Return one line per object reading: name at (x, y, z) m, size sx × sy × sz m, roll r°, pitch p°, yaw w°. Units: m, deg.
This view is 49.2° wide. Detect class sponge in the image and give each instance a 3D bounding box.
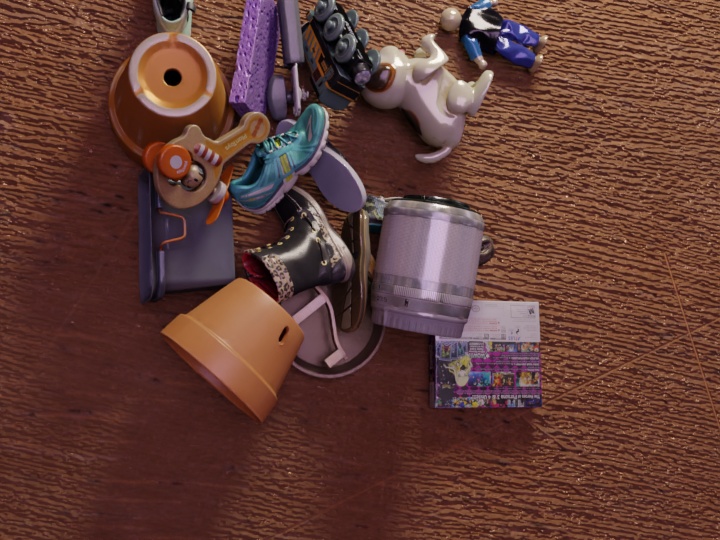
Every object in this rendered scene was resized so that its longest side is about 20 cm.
sponge at (-0.167, -0.344, 1.271) m, size 0.029 × 0.112 × 0.203 m, roll 6°, pitch 81°, yaw 11°

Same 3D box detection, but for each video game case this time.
video game case at (0.213, 0.143, 1.345) m, size 0.197 × 0.036 × 0.184 m, roll 1°, pitch 82°, yaw -14°

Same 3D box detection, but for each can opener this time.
can opener at (-0.120, -0.349, 1.280) m, size 0.065 × 0.053 × 0.203 m, roll -2°, pitch 93°, yaw -14°

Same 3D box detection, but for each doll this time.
doll at (0.235, -0.421, 1.414) m, size 0.198 × 0.048 × 0.138 m, roll 19°, pitch 78°, yaw -11°

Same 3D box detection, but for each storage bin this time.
storage bin at (-0.264, -0.055, 1.206) m, size 0.133 × 0.145 × 0.203 m, roll -1°, pitch 83°, yaw -24°

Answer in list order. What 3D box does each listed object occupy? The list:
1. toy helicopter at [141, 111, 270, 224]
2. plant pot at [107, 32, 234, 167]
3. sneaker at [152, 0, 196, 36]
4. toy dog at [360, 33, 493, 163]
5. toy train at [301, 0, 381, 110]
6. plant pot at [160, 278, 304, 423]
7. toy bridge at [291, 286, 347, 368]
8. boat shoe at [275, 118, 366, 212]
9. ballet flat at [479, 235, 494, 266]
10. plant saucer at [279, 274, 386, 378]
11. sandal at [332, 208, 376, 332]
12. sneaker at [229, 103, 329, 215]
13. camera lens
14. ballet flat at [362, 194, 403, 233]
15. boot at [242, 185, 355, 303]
toy helicopter at (-0.208, -0.159, 1.145) m, size 0.199 × 0.079 × 0.133 m, roll -39°, pitch 120°, yaw -22°
plant pot at (-0.286, -0.266, 1.194) m, size 0.197 × 0.183 × 0.203 m, roll 2°, pitch 83°, yaw -13°
sneaker at (-0.296, -0.466, 1.251) m, size 0.073 × 0.118 × 0.204 m, roll -3°, pitch 83°, yaw -13°
toy dog at (0.092, -0.300, 1.333) m, size 0.198 × 0.140 × 0.196 m, roll 25°, pitch 97°, yaw -9°
toy train at (-0.044, -0.357, 1.279) m, size 0.085 × 0.114 × 0.202 m, roll 16°, pitch 40°, yaw -45°
plant pot at (-0.178, 0.107, 1.169) m, size 0.200 × 0.200 × 0.140 m, roll 42°, pitch 74°, yaw -6°
toy bridge at (-0.082, 0.062, 1.257) m, size 0.067 × 0.027 × 0.201 m, roll -37°, pitch 92°, yaw -16°
boat shoe at (-0.055, -0.176, 1.287) m, size 0.200 × 0.070 × 0.066 m, roll 42°, pitch 33°, yaw 16°
ballet flat at (0.136, 0.006, 1.305) m, size 0.199 × 0.046 × 0.068 m, roll -36°, pitch 62°, yaw 7°
plant saucer at (-0.054, 0.075, 1.291) m, size 0.197 × 0.029 × 0.203 m, roll 2°, pitch 82°, yaw -14°
sandal at (0.000, 0.000, 1.269) m, size 0.053 × 0.080 × 0.203 m, roll 13°, pitch 75°, yaw -34°
sneaker at (-0.122, -0.176, 1.210) m, size 0.201 × 0.077 × 0.079 m, roll -51°, pitch 132°, yaw 1°
camera lens at (0.102, -0.008, 1.212) m, size 0.158 × 0.160 × 0.203 m, roll 9°, pitch 89°, yaw -13°
ballet flat at (0.093, -0.086, 1.328) m, size 0.197 × 0.074 × 0.075 m, roll 13°, pitch 80°, yaw -14°
boot at (-0.118, -0.042, 1.223) m, size 0.150 × 0.073 × 0.201 m, roll -23°, pitch 68°, yaw -36°
